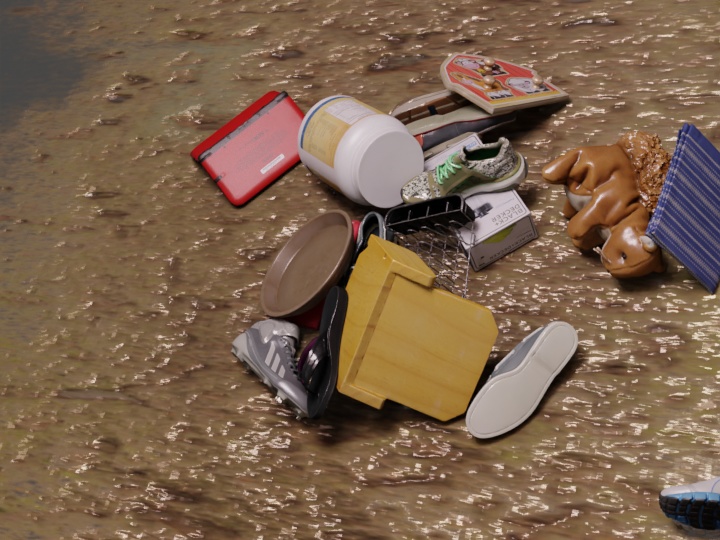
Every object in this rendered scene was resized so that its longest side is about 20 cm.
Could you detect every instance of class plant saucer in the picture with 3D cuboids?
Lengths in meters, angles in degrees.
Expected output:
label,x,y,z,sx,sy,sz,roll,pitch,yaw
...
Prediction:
label,x,y,z,sx,sy,sz,roll,pitch,yaw
plant saucer,-0.079,-0.007,1.681,0.199,0.029,0.202,-36,31,25

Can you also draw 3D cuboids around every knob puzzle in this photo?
label,x,y,z,sx,sy,sz,roll,pitch,yaw
knob puzzle,0.217,-0.322,1.764,0.216,0.031,0.221,7,32,-4

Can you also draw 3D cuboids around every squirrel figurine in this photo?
label,x,y,z,sx,sy,sz,roll,pitch,yaw
squirrel figurine,0.386,-0.090,1.525,0.198,0.142,0.188,-30,56,3

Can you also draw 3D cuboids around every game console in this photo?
label,x,y,z,sx,sy,sz,roll,pitch,yaw
game console,-0.190,-0.223,1.942,0.199,0.119,0.173,-38,81,-7

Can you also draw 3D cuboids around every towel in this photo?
label,x,y,z,sx,sy,sz,roll,pitch,yaw
towel,0.468,-0.089,1.496,0.024,0.144,0.202,-18,40,55

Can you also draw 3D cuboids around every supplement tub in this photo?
label,x,y,z,sx,sy,sz,roll,pitch,yaw
supplement tub,0.000,-0.190,1.729,0.144,0.145,0.200,-41,36,-10

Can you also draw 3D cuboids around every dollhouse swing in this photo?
label,x,y,z,sx,sy,sz,roll,pitch,yaw
dollhouse swing,0.072,0.087,1.532,0.182,0.173,0.203,-127,56,-68

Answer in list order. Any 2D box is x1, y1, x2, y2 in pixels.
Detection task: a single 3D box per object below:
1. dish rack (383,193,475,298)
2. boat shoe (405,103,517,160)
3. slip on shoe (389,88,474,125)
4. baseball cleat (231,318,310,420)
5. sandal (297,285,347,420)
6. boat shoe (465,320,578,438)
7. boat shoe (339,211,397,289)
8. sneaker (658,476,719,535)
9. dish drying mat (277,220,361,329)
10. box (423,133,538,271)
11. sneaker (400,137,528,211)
label,x,y,z,sx,sy,sz,roll,pitch,yaw
dish rack,0.097,-0.003,1.589,0.152,0.054,0.203,-11,62,43
boat shoe,0.164,-0.227,1.753,0.197,0.063,0.071,-13,21,21
slip on shoe,0.145,-0.274,1.808,0.197,0.077,0.061,-15,34,18
baseball cleat,-0.115,0.135,1.613,0.106,0.070,0.199,-44,52,-11
sandal,-0.061,0.116,1.540,0.047,0.075,0.203,18,61,-19
boat shoe,0.217,0.150,1.480,0.200,0.073,0.062,-46,8,-5
boat shoe,0.000,0.000,1.657,0.072,0.062,0.202,6,58,27
sneaker,0.456,0.261,1.285,0.197,0.076,0.088,-3,47,12
dish drying mat,-0.064,0.001,1.723,0.076,0.018,0.202,9,60,28
box,0.179,-0.108,1.672,0.115,0.060,0.201,-28,50,2
sneaker,0.148,-0.156,1.622,0.197,0.089,0.078,-18,50,11
